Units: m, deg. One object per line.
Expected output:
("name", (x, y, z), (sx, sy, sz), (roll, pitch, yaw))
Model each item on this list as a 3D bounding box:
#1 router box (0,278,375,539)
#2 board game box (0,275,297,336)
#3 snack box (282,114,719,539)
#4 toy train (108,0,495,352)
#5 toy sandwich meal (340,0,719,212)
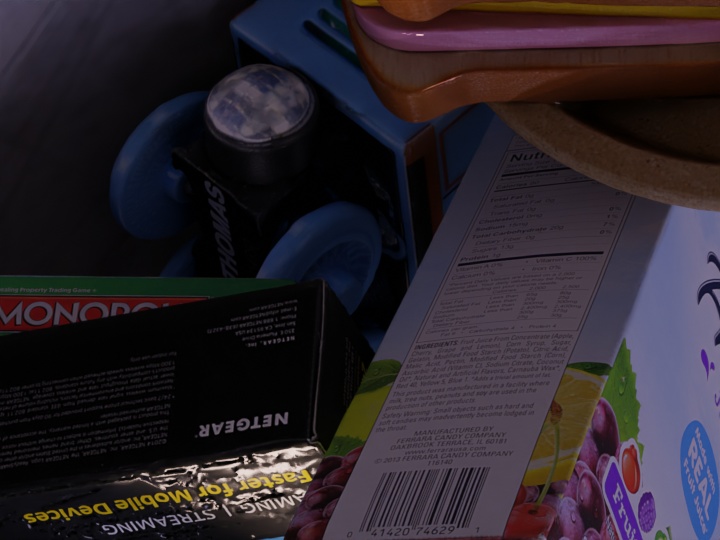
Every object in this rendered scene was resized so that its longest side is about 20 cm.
("router box", (-0.074, 0.076, 0.731), (0.200, 0.051, 0.149), (-10, 142, 19))
("board game box", (-0.075, 0.073, 0.794), (0.134, 0.029, 0.200), (1, 142, 6))
("snack box", (0.060, 0.069, 0.703), (0.200, 0.068, 0.169), (-65, 144, -51))
("toy train", (0.000, 0.000, 0.819), (0.114, 0.087, 0.200), (-38, 147, -21))
("toy sandwich meal", (0.090, -0.105, 0.662), (0.205, 0.205, 0.070), (-41, 150, -5))
